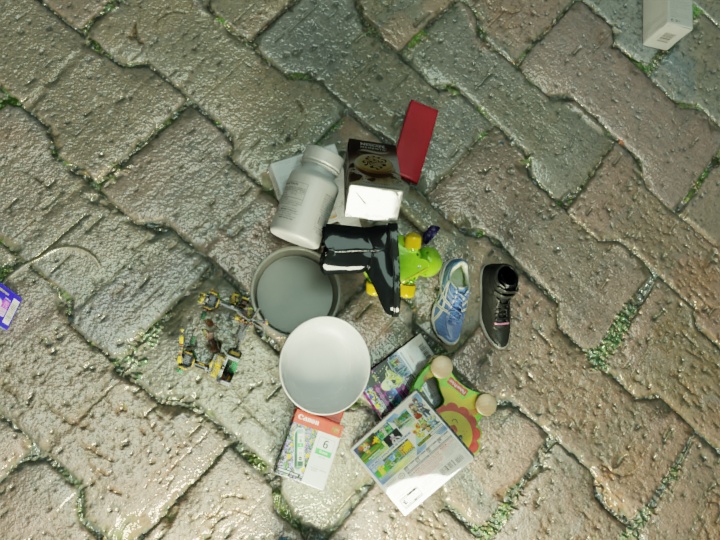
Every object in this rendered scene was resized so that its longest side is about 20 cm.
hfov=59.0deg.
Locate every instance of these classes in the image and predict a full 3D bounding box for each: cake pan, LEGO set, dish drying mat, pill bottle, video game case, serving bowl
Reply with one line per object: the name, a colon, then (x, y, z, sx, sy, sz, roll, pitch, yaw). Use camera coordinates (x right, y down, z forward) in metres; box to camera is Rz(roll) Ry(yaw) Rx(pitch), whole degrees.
cake pan: (-0.142, 0.050, 1.394, 0.197, 0.037, 0.203, 3, 78, -12)
LEGO set: (-0.290, 0.138, 1.285, 0.153, 0.116, 0.202, 30, 86, -6)
dish drying mat: (0.129, -0.311, 1.538, 0.076, 0.018, 0.203, 19, 74, -8)
pill bottle: (-0.110, -0.158, 1.367, 0.113, 0.114, 0.203, 20, 83, -7)
video game case: (0.106, 0.380, 1.330, 0.200, 0.022, 0.183, -43, 83, 13)
video game case: (0.114, 0.271, 1.401, 0.180, 0.036, 0.201, -34, 87, -16)
serving bowl: (-0.081, 0.198, 1.339, 0.197, 0.066, 0.203, 2, 83, -19)

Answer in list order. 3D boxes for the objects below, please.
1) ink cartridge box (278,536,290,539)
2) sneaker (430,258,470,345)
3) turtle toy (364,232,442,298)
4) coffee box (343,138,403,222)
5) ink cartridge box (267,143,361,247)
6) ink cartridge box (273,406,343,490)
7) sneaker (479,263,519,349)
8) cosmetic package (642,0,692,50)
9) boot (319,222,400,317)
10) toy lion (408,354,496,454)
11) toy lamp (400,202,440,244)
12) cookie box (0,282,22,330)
ink cartridge box: (-0.085, 0.623, 1.267, 0.198, 0.068, 0.117, 20, 75, -7)
sneaker: (0.207, 0.067, 1.443, 0.075, 0.077, 0.203, 7, 78, -12)
turtle toy: (0.090, -0.019, 1.422, 0.197, 0.101, 0.148, 5, 103, -10)
coffee box: (0.023, -0.195, 1.360, 0.111, 0.081, 0.201, 6, 37, -7)
ink cartridge box: (-0.105, -0.169, 1.452, 0.161, 0.057, 0.203, -20, 97, -15)
ink cartridge box: (-0.097, 0.341, 1.334, 0.108, 0.050, 0.202, 21, 75, -6)
sneaker: (0.320, 0.076, 1.453, 0.070, 0.099, 0.203, -2, 80, -14)
cosmetic package: (0.830, -0.720, 1.724, 0.080, 0.113, 0.203, 10, 78, -9)
boot: (0.000, 0.000, 1.327, 0.165, 0.076, 0.203, -3, 95, 2)
toy lion: (0.182, 0.310, 1.361, 0.199, 0.069, 0.192, 40, 82, -1)
toy lamp: (0.096, -0.146, 1.475, 0.199, 0.058, 0.058, 40, 73, 0)
cookie box: (-0.772, 0.032, 1.197, 0.198, 0.171, 0.076, 21, 71, -6)
